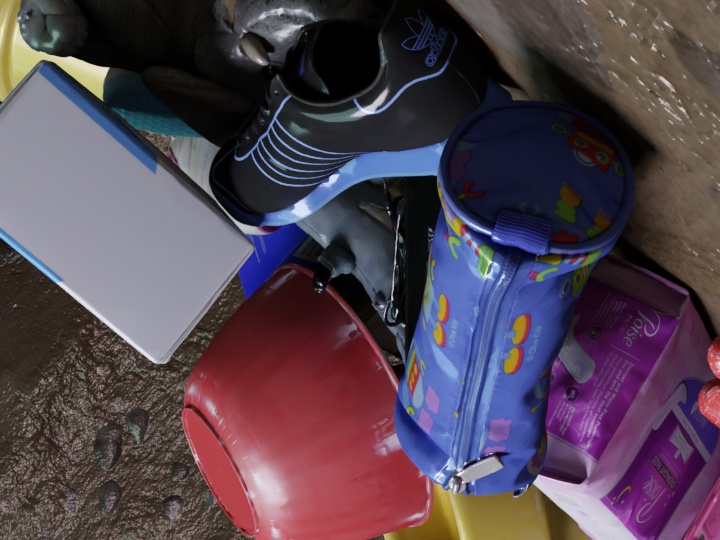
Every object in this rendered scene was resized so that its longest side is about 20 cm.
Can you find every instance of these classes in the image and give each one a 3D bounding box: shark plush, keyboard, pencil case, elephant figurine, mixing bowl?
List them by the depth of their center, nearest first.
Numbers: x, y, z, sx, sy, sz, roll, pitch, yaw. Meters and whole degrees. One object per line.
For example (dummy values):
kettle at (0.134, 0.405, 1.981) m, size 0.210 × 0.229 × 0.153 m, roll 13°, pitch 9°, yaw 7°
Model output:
pencil case at (0.060, 0.023, 0.550) m, size 0.077 × 0.088 × 0.201 m, roll 12°, pitch 139°, yaw 4°
keyboard at (0.052, -0.010, 0.672) m, size 0.104 × 0.039 × 0.203 m, roll 35°, pitch 132°, yaw 50°
elephant figurine at (-0.079, -0.135, 0.704) m, size 0.198 × 0.143 × 0.156 m, roll 27°, pitch -153°, yaw -1°
shark plush at (0.000, 0.000, 0.806) m, size 0.091 × 0.082 × 0.202 m, roll 119°, pitch 137°, yaw -54°
mixing bowl at (-0.051, 0.109, 0.848) m, size 0.200 × 0.107 × 0.202 m, roll 48°, pitch 154°, yaw 33°

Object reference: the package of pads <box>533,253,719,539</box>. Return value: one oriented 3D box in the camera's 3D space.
package of pads at (0.150, 0.087, 0.709) m, size 0.075 × 0.121 × 0.200 m, roll 27°, pitch 170°, yaw 34°

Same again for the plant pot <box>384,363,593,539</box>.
plant pot at (0.121, 0.148, 0.926) m, size 0.201 × 0.186 × 0.204 m, roll 165°, pitch 90°, yaw -73°

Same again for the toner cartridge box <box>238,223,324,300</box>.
toner cartridge box at (-0.066, -0.073, 0.970) m, size 0.043 × 0.095 × 0.202 m, roll 21°, pitch -145°, yaw -38°

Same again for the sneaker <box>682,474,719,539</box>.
sneaker at (0.242, 0.148, 0.723) m, size 0.087 × 0.074 × 0.199 m, roll 32°, pitch -168°, yaw 21°

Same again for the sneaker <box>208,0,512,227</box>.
sneaker at (-0.021, -0.078, 0.609) m, size 0.198 × 0.071 × 0.078 m, roll -14°, pitch 134°, yaw 45°

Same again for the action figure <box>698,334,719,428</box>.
action figure at (0.217, 0.092, 0.613) m, size 0.200 × 0.052 × 0.065 m, roll 43°, pitch 173°, yaw -35°

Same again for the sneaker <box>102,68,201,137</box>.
sneaker at (-0.070, -0.153, 0.850) m, size 0.197 × 0.132 × 0.080 m, roll 9°, pitch 155°, yaw -21°

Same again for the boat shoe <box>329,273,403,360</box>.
boat shoe at (0.005, 0.012, 0.940) m, size 0.063 × 0.073 × 0.201 m, roll 41°, pitch -178°, yaw -18°

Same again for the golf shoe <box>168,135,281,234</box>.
golf shoe at (-0.106, -0.113, 0.922) m, size 0.075 × 0.090 × 0.203 m, roll 39°, pitch -139°, yaw -53°

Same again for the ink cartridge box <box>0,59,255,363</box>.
ink cartridge box at (-0.148, -0.042, 0.718) m, size 0.145 × 0.084 × 0.200 m, roll 41°, pitch 179°, yaw -15°

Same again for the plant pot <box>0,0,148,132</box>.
plant pot at (-0.238, -0.220, 1.114) m, size 0.187 × 0.203 × 0.201 m, roll 27°, pitch 176°, yaw 6°

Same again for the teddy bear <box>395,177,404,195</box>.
teddy bear at (0.046, -0.048, 0.932) m, size 0.201 × 0.066 × 0.145 m, roll 53°, pitch -179°, yaw 41°
